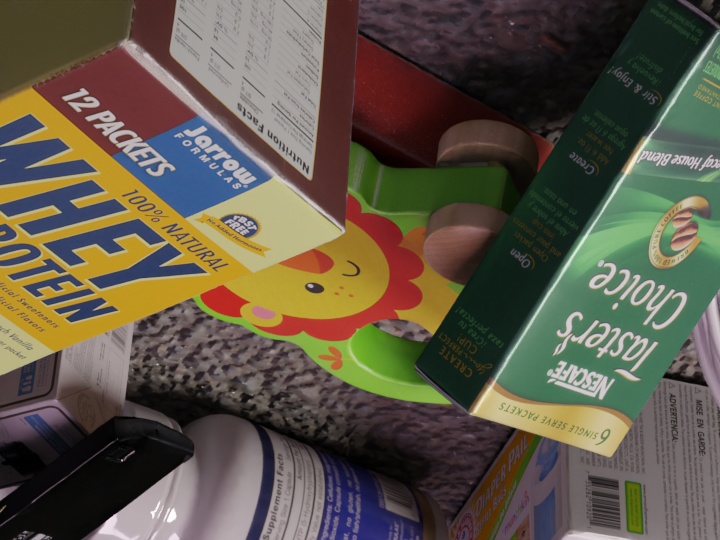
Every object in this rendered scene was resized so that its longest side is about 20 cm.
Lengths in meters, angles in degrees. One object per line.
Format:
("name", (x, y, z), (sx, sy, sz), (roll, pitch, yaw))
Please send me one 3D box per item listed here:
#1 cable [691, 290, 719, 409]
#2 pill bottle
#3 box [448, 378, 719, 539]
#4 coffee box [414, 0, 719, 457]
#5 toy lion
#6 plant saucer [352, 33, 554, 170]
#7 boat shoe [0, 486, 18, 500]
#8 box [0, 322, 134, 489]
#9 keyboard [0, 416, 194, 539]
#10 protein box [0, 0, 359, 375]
("cable", (0.251, 0.024, 1.189), (0.200, 0.069, 0.200), (48, 124, 14))
("pill bottle", (-0.062, 0.148, 1.425), (0.200, 0.120, 0.120), (23, 139, -24))
("box", (0.125, 0.153, 1.421), (0.101, 0.113, 0.200), (11, 143, -13))
("coffee box", (0.121, -0.016, 1.137), (0.123, 0.044, 0.200), (22, 104, -51))
("toy lion", (0.000, 0.000, 1.218), (0.191, 0.069, 0.200), (-2, 144, 19))
("plant saucer", (-0.041, -0.040, 1.240), (0.200, 0.037, 0.200), (26, 138, -29))
("boat shoe", (-0.197, 0.114, 1.445), (0.064, 0.071, 0.200), (19, 165, 37))
("box", (-0.219, 0.058, 1.320), (0.200, 0.117, 0.060), (-14, 140, 23))
("keyboard", (-0.183, 0.124, 1.258), (0.200, 0.040, 0.104), (-37, 155, 11))
("protein box", (-0.116, -0.094, 1.035), (0.198, 0.200, 0.135), (-21, 137, 29))
